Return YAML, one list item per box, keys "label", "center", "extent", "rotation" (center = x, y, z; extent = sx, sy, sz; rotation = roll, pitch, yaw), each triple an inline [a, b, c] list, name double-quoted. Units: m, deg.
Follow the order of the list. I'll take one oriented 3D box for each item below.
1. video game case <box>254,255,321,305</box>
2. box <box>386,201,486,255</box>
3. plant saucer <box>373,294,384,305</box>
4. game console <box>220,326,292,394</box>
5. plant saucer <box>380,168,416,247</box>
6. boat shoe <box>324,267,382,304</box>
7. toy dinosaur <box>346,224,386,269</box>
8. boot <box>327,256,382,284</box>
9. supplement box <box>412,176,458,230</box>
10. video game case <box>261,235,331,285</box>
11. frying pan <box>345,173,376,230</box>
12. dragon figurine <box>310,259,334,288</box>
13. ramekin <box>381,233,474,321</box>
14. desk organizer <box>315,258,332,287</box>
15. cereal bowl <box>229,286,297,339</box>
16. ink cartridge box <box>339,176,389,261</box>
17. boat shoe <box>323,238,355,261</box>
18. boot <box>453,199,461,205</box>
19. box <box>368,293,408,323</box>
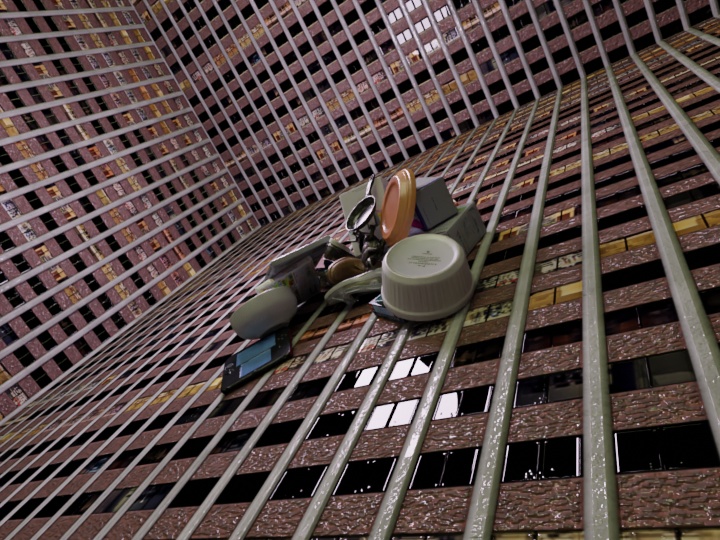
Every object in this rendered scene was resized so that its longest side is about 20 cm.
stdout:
- label: "video game case"
  center: [-0.209, 0.057, 1.514]
  extent: [0.181, 0.023, 0.201]
  rotation: [-32, -26, -13]
- label: "box"
  center: [0.200, -0.084, 1.344]
  extent: [0.199, 0.097, 0.176]
  rotation: [-14, 22, 42]
- label: "plant saucer"
  center: [0.116, 0.020, 1.170]
  extent: [0.200, 0.019, 0.070]
  rotation: [-40, 20, -32]
- label: "game console"
  center: [-0.266, 0.225, 1.313]
  extent: [0.199, 0.031, 0.177]
  rotation: [-30, 15, -1]
- label: "plant saucer"
  center: [0.089, -0.155, 1.275]
  extent: [0.037, 0.202, 0.200]
  rotation: [7, 10, -13]
- label: "boat shoe"
  center: [-0.002, 0.052, 1.330]
  extent: [0.200, 0.065, 0.074]
  rotation: [-22, -14, 17]
- label: "toy dinosaur"
  center: [0.032, -0.053, 1.368]
  extent: [0.103, 0.076, 0.201]
  rotation: [-58, 31, 35]
- label: "boot"
  center: [0.000, 0.000, 1.388]
  extent: [0.199, 0.074, 0.075]
  rotation: [-8, 9, -40]
- label: "supplement box"
  center: [0.163, -0.181, 1.353]
  extent: [0.103, 0.102, 0.200]
  rotation: [-30, 15, -7]
- label: "video game case"
  center: [-0.190, -0.018, 1.493]
  extent: [0.199, 0.022, 0.182]
  rotation: [-28, -13, -31]
- label: "frying pan"
  center: [0.005, -0.179, 1.424]
  extent: [0.115, 0.031, 0.191]
  rotation: [-36, 30, 30]
- label: "dragon figurine"
  center: [-0.095, 0.009, 1.490]
  extent: [0.059, 0.199, 0.100]
  rotation: [-48, 40, 16]
- label: "ramekin"
  center: [0.135, 0.004, 1.064]
  extent: [0.200, 0.095, 0.203]
  rotation: [-9, 34, 6]
- label: "desk organizer"
  center: [-0.124, 0.007, 1.672]
  extent: [0.077, 0.072, 0.199]
  rotation: [-35, 17, -30]
- label: "cereal bowl"
  center: [-0.258, 0.133, 1.419]
  extent: [0.199, 0.084, 0.200]
  rotation: [-29, -17, -10]
- label: "ink cartridge box"
  center: [0.052, -0.144, 1.520]
  extent: [0.145, 0.202, 0.146]
  rotation: [-21, -15, 24]
- label: "boat shoe"
  center: [-0.043, -0.035, 1.513]
  extent: [0.071, 0.201, 0.061]
  rotation: [28, 88, 34]
- label: "boot"
  center: [0.267, -0.174, 1.561]
  extent: [0.106, 0.076, 0.200]
  rotation: [-22, 16, 7]
- label: "box"
  center: [0.131, 0.042, 1.179]
  extent: [0.199, 0.038, 0.136]
  rotation: [-35, 17, -21]
